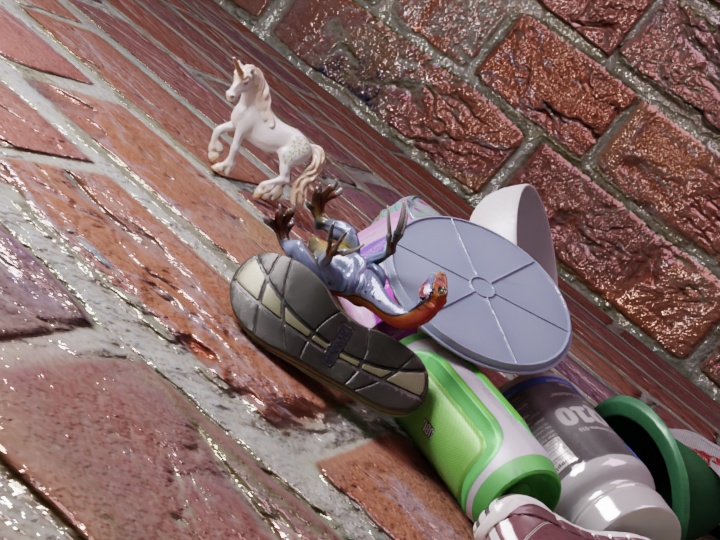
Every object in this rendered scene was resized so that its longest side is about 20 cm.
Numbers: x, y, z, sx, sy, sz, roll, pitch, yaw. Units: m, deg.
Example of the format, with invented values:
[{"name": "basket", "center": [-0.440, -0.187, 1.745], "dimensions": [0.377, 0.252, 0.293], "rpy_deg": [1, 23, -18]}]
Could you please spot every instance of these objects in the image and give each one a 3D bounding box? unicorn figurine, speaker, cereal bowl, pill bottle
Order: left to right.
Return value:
[{"name": "unicorn figurine", "center": [-0.128, -0.171, 1.452], "dimensions": [0.200, 0.137, 0.074], "rpy_deg": [30, 14, -32]}, {"name": "speaker", "center": [0.089, 0.138, 1.001], "dimensions": [0.088, 0.089, 0.200], "rpy_deg": [28, 14, -39]}, {"name": "cereal bowl", "center": [0.158, 0.008, 1.271], "dimensions": [0.083, 0.201, 0.200], "rpy_deg": [-5, -5, 21]}, {"name": "pill bottle", "center": [0.194, 0.189, 1.049], "dimensions": [0.114, 0.114, 0.200], "rpy_deg": [30, 13, -34]}]

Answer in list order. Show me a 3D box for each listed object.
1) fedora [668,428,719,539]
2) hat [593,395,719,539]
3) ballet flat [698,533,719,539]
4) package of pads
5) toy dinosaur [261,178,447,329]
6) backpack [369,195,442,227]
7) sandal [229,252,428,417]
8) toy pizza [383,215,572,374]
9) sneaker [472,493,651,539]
[{"name": "fedora", "center": [0.361, 0.234, 1.270], "dimensions": [0.177, 0.090, 0.200], "rpy_deg": [36, -15, -20]}, {"name": "hat", "center": [0.330, 0.206, 1.104], "dimensions": [0.176, 0.166, 0.200], "rpy_deg": [0, 26, -23]}, {"name": "ballet flat", "center": [0.316, 0.288, 1.200], "dimensions": [0.200, 0.071, 0.065], "rpy_deg": [33, 39, -10]}, {"name": "package of pads", "center": [0.038, 0.019, 1.233], "dimensions": [0.076, 0.120, 0.200], "rpy_deg": [55, 1, -30]}, {"name": "toy dinosaur", "center": [0.000, 0.000, 1.040], "dimensions": [0.105, 0.200, 0.182], "rpy_deg": [-23, 62, -26]}, {"name": "backpack", "center": [0.087, 0.009, 1.399], "dimensions": [0.200, 0.127, 0.167], "rpy_deg": [42, 9, -1]}, {"name": "sandal", "center": [-0.033, 0.064, 1.003], "dimensions": [0.201, 0.080, 0.057], "rpy_deg": [38, -21, 9]}, {"name": "toy pizza", "center": [0.108, 0.026, 1.094], "dimensions": [0.200, 0.032, 0.200], "rpy_deg": [19, 38, -16]}, {"name": "sneaker", "center": [0.182, 0.253, 0.893], "dimensions": [0.200, 0.076, 0.116], "rpy_deg": [22, 21, -20]}]
